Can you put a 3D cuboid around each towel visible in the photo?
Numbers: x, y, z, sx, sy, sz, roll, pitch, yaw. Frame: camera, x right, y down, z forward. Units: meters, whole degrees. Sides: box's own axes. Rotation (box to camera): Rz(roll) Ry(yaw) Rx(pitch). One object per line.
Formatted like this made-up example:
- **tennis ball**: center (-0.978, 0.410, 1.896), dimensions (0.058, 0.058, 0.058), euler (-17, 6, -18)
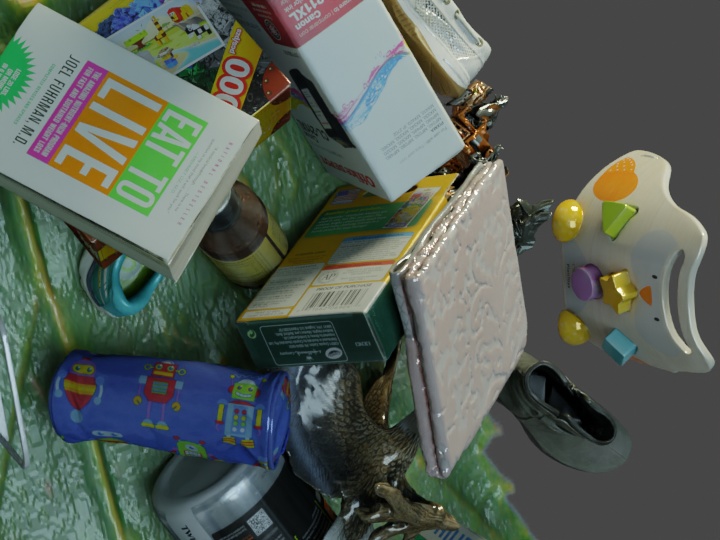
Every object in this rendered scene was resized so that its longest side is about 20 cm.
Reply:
- **towel**: center (0.083, 0.037, 1.607), dimensions (0.200, 0.032, 0.193), euler (-51, 137, -50)

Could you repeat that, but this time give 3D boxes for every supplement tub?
- **supplement tub**: center (-0.077, 0.233, 1.677), dimensions (0.122, 0.122, 0.201), euler (-40, 113, -12)

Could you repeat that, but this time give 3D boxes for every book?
- **book**: center (-0.191, -0.098, 1.473), dimensions (0.199, 0.048, 0.134), euler (27, 74, 11)

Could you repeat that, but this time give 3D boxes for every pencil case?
- **pencil case**: center (-0.151, 0.112, 1.587), dimensions (0.087, 0.198, 0.079), euler (78, 22, -55)

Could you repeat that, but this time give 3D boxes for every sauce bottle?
- **sauce bottle**: center (-0.102, -0.036, 1.574), dimensions (0.064, 0.200, 0.065), euler (-2, 75, 7)

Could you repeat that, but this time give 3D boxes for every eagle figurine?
- **eagle figurine**: center (0.007, 0.141, 1.655), dimensions (0.150, 0.200, 0.153), euler (-18, 139, -22)

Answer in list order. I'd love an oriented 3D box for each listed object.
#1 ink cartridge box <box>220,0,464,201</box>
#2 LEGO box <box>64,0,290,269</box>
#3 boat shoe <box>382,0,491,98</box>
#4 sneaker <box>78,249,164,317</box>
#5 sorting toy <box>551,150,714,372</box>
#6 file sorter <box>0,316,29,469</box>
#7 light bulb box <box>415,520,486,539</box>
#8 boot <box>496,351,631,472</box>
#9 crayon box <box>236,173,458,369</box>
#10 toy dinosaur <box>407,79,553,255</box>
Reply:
- **ink cartridge box**: center (-0.018, -0.167, 1.605), dimensions (0.083, 0.146, 0.201), euler (-37, 113, -12)
- **LEGO box**: center (-0.174, -0.126, 1.545), dimensions (0.200, 0.077, 0.149), euler (-40, 79, -12)
- **boat shoe**: center (0.040, -0.240, 1.664), dimensions (0.069, 0.071, 0.200), euler (-47, 119, -16)
- **sneaker**: center (-0.154, -0.049, 1.606), dimensions (0.077, 0.080, 0.201), euler (28, 88, -26)
- **sorting toy**: center (0.259, 0.011, 1.751), dimensions (0.106, 0.180, 0.202), euler (-11, 105, -22)
- **file sorter**: center (-0.365, 0.106, 1.517), dimensions (0.198, 0.124, 0.140), euler (-14, 107, -22)
- **light bulb box**: center (0.094, 0.347, 1.737), dimensions (0.125, 0.198, 0.201), euler (39, 83, -28)
- **boot**: center (0.191, 0.137, 1.775), dimensions (0.199, 0.130, 0.068), euler (36, 85, -26)
- **crayon box**: center (0.000, 0.000, 1.613), dimensions (0.200, 0.125, 0.052), euler (-55, 130, -45)
- **toy dinosaur**: center (0.084, -0.060, 1.723), dimensions (0.135, 0.102, 0.201), euler (25, 108, -12)
